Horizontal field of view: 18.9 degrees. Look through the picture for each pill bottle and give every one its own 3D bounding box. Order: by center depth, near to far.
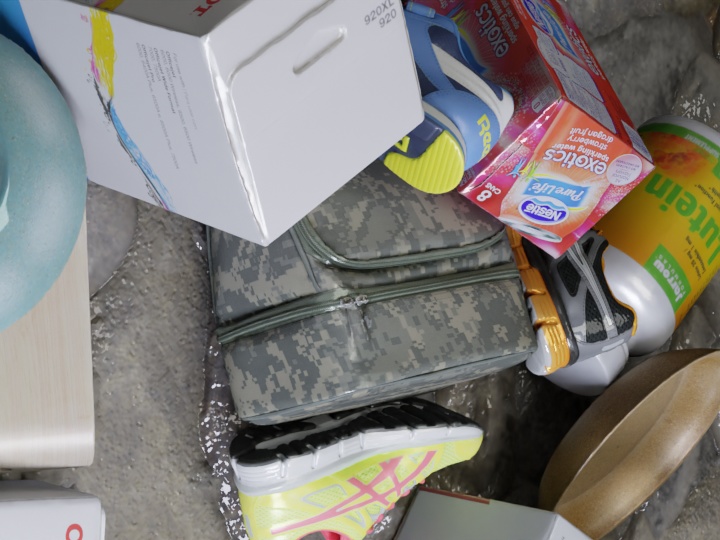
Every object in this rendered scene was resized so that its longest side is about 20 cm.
[{"bbox_3d":[0.198,-0.008,1.575,0.200,0.111,0.111,-51,121,-25],"label":"pill bottle"}]

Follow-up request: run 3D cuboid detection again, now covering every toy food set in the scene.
[{"bbox_3d":[-0.230,0.022,1.248,0.143,0.060,0.201,-3,94,-13],"label":"toy food set"}]

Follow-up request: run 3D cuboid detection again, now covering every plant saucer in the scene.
[{"bbox_3d":[-0.249,-0.054,1.190,0.200,0.039,0.202,2,79,-11],"label":"plant saucer"},{"bbox_3d":[0.193,0.124,1.575,0.200,0.035,0.200,-37,154,-21],"label":"plant saucer"}]

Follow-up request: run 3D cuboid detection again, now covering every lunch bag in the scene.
[{"bbox_3d":[0.000,0.000,1.405,0.200,0.139,0.168,-9,82,-40],"label":"lunch bag"}]

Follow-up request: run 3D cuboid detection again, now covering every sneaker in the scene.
[{"bbox_3d":[0.011,-0.133,1.341,0.082,0.074,0.200,-36,72,-31],"label":"sneaker"},{"bbox_3d":[-0.003,0.140,1.451,0.199,0.078,0.091,-10,108,-33],"label":"sneaker"},{"bbox_3d":[0.131,-0.016,1.494,0.077,0.078,0.200,-9,57,-9],"label":"sneaker"}]

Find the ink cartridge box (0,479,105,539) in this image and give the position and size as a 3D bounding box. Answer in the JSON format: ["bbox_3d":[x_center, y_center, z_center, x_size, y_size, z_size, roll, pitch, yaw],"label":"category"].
[{"bbox_3d":[-0.254,0.199,1.232,0.200,0.086,0.147,2,92,-41],"label":"ink cartridge box"}]

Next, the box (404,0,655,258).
[{"bbox_3d":[0.102,-0.118,1.429,0.100,0.200,0.095,32,114,-36],"label":"box"}]

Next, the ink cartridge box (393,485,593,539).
[{"bbox_3d":[0.132,0.239,1.516,0.200,0.145,0.084,39,68,-35],"label":"ink cartridge box"}]

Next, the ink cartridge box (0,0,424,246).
[{"bbox_3d":[-0.091,-0.131,1.253,0.147,0.200,0.145,-41,133,-30],"label":"ink cartridge box"}]
